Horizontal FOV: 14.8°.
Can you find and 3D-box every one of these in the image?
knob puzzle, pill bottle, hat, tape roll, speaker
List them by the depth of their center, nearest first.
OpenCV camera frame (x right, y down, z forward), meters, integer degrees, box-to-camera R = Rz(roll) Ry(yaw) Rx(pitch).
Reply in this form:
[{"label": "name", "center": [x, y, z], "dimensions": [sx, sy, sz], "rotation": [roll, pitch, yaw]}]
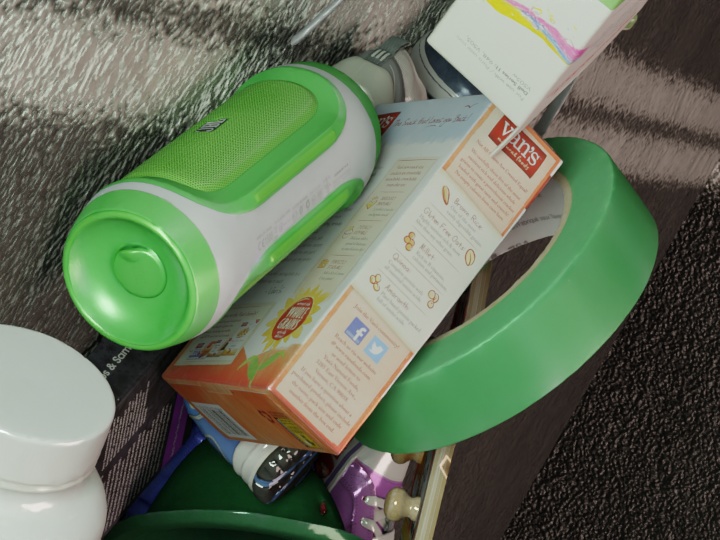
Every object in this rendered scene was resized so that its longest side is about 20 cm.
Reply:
[{"label": "pill bottle", "center": [-0.178, 0.127, 1.228], "dimensions": [0.111, 0.111, 0.200], "rotation": [-40, 157, -58]}, {"label": "speaker", "center": [-0.064, -0.035, 1.363], "dimensions": [0.200, 0.088, 0.088], "rotation": [-43, 160, -54]}, {"label": "tape roll", "center": [0.062, 0.011, 1.485], "dimensions": [0.200, 0.048, 0.200], "rotation": [-31, -155, 16]}, {"label": "knob puzzle", "center": [0.041, 0.075, 1.602], "dimensions": [0.220, 0.030, 0.220], "rotation": [-167, -90, -90]}, {"label": "hat", "center": [-0.060, 0.095, 1.637], "dimensions": [0.200, 0.166, 0.176], "rotation": [101, -5, -68]}]

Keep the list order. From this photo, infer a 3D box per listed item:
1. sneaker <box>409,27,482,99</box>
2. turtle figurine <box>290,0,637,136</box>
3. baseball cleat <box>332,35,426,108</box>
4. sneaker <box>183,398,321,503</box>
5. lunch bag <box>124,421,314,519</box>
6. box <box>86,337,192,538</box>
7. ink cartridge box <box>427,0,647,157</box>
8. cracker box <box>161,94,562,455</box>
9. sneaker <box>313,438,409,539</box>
[{"label": "sneaker", "center": [0.107, -0.175, 1.711], "dimensions": [0.146, 0.077, 0.202], "rotation": [-53, -177, 29]}, {"label": "turtle figurine", "center": [0.100, -0.177, 1.485], "dimensions": [0.194, 0.144, 0.200], "rotation": [-44, -173, 43]}, {"label": "baseball cleat", "center": [-0.006, -0.044, 1.614], "dimensions": [0.106, 0.070, 0.200], "rotation": [-39, 158, -49]}, {"label": "sneaker", "center": [-0.030, 0.063, 1.583], "dimensions": [0.076, 0.077, 0.200], "rotation": [-55, 169, 22]}, {"label": "lunch bag", "center": [-0.101, 0.168, 1.747], "dimensions": [0.151, 0.094, 0.200], "rotation": [-57, 159, 1]}, {"label": "box", "center": [-0.149, 0.103, 1.482], "dimensions": [0.200, 0.036, 0.143], "rotation": [-51, 165, -39]}, {"label": "ink cartridge box", "center": [0.106, -0.148, 1.337], "dimensions": [0.117, 0.067, 0.200], "rotation": [-44, 176, -31]}, {"label": "cracker box", "center": [0.000, 0.000, 1.442], "dimensions": [0.200, 0.058, 0.134], "rotation": [-52, -159, -17]}, {"label": "sneaker", "center": [0.004, 0.196, 1.747], "dimensions": [0.073, 0.114, 0.201], "rotation": [20, 97, -56]}]
